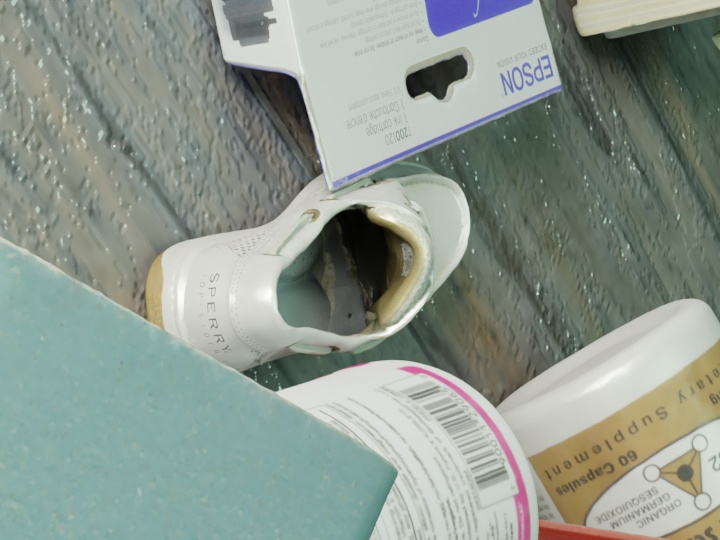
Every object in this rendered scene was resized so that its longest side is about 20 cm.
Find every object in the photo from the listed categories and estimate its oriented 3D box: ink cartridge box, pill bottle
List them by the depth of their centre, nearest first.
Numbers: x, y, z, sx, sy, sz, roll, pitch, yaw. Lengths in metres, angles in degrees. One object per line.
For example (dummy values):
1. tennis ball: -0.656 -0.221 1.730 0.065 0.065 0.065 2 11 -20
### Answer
1. pill bottle: -0.034 0.102 0.877 0.200 0.113 0.114 -13 98 -55
2. ink cartridge box: 0.004 -0.148 1.035 0.198 0.043 0.200 -25 105 -54
3. pill bottle: 0.150 0.123 1.112 0.200 0.114 0.114 59 37 -2

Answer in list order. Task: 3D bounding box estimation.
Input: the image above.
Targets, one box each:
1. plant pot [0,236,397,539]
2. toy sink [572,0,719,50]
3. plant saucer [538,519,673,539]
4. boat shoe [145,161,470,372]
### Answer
1. plant pot: -0.141 0.105 0.672 0.196 0.196 0.200 35 67 -50
2. toy sink: 0.164 -0.179 1.220 0.130 0.112 0.200 -33 109 -53
3. plant saucer: 0.115 0.194 0.983 0.037 0.200 0.200 109 -13 -47
4. boat shoe: 0.000 0.000 0.991 0.200 0.069 0.071 -28 107 -55
